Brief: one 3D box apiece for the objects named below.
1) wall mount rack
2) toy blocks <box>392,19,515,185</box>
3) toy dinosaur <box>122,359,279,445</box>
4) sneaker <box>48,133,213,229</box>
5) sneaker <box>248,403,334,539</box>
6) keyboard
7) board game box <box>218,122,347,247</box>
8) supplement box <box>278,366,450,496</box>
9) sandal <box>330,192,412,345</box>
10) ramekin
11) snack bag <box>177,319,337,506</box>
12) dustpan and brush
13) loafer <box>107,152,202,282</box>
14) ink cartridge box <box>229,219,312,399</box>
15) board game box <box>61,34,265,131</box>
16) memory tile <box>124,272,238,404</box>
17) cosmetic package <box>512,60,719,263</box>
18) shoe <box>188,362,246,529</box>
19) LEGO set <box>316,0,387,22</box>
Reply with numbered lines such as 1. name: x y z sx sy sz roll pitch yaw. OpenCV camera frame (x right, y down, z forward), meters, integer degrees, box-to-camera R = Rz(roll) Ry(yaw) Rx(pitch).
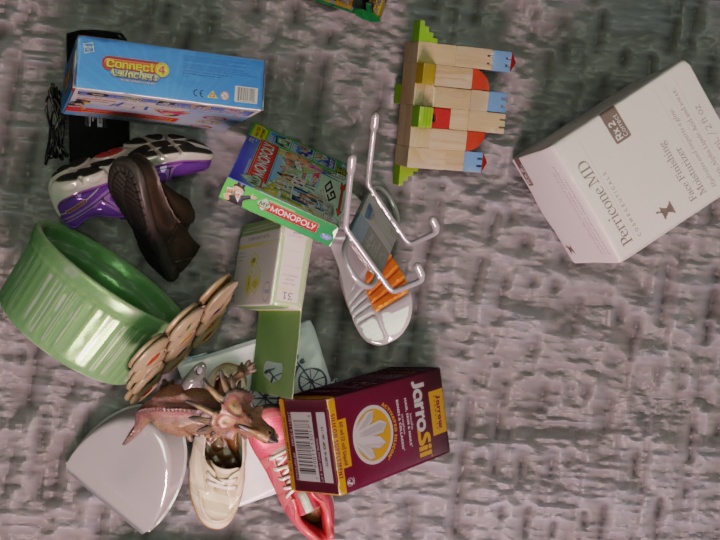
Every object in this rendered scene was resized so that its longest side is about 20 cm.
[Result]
1. wall mount rack: 0.023 -0.076 1.154 0.074 0.200 0.174 -25 112 27
2. toy blocks: 0.120 -0.202 1.232 0.136 0.100 0.202 2 100 -18
3. toy dinosaur: -0.186 0.156 1.097 0.198 0.136 0.087 -9 89 6
4. sneaker: -0.272 -0.107 1.181 0.199 0.081 0.084 -21 123 -19
5. sneaker: -0.073 0.245 1.173 0.073 0.087 0.201 -27 118 -5
6. keyboard: -0.335 -0.191 1.194 0.103 0.040 0.202 -1 90 -32
7. board game box: -0.082 -0.105 1.147 0.134 0.200 0.029 24 115 -9
8. supplement box: 0.009 0.185 1.168 0.199 0.085 0.111 -9 92 -46
9. sandal: 0.008 -0.003 1.232 0.079 0.059 0.208 -19 72 -3
10. ramekin: -0.308 0.040 1.116 0.200 0.200 0.098 37 93 -7
11. snack bag: -0.113 0.178 1.232 0.187 0.021 0.201 -17 93 -7
12. dustpan and brush: -0.249 0.196 1.190 0.139 0.057 0.201 36 103 9
13. loafer: -0.235 -0.071 1.144 0.073 0.201 0.071 37 66 25
14. ink cartridge box: -0.111 0.043 1.157 0.048 0.145 0.202 12 83 -25
15. board game box: -0.227 -0.205 1.104 0.199 0.196 0.056 4 90 -21
16. memory tile: -0.205 0.081 1.117 0.017 0.200 0.153 44 66 5
17. cosmetic package: 0.329 -0.128 1.221 0.199 0.165 0.165 -33 94 -7
18. shoe: -0.172 0.213 1.186 0.069 0.053 0.202 3 88 -6
19. LEGO set: -0.018 -0.391 1.164 0.153 0.200 0.117 18 86 12
